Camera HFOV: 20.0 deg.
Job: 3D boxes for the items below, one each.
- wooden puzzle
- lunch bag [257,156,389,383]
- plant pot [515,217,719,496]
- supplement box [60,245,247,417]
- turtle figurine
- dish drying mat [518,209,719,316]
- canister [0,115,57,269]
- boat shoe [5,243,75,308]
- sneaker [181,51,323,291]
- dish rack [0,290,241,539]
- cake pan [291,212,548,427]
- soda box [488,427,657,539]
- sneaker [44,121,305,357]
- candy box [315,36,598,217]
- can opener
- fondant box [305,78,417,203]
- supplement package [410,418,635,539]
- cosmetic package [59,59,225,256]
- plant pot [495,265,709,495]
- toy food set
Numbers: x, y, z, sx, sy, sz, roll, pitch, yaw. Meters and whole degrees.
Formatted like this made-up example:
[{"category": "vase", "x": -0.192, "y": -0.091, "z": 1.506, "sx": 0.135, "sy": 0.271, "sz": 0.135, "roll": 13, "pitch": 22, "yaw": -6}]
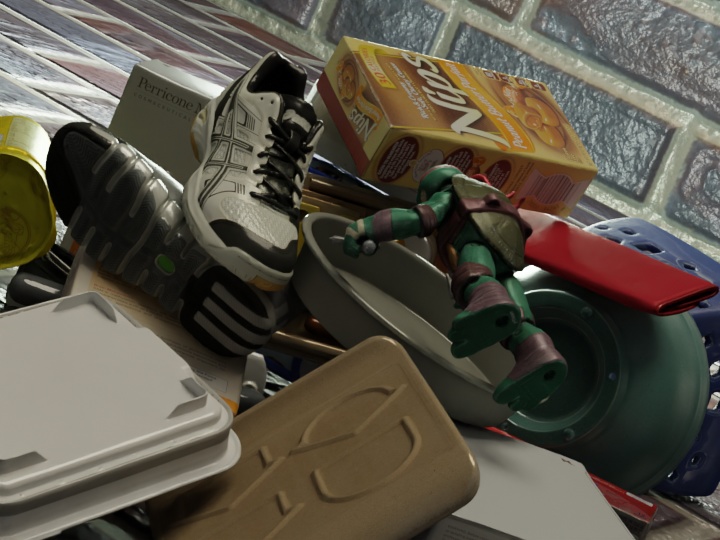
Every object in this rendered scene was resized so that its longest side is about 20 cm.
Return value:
[{"category": "wooden puzzle", "x": -0.029, "y": 0.131, "z": 1.167, "sx": 0.046, "sy": 0.185, "sz": 0.200, "roll": 59, "pitch": -1, "yaw": -24}, {"category": "lunch bag", "x": -0.010, "y": 0.017, "z": 1.640, "sx": 0.200, "sy": 0.170, "sz": 0.124, "roll": 32, "pitch": 9, "yaw": 26}, {"category": "plant pot", "x": 0.227, "y": 0.075, "z": 1.820, "sx": 0.180, "sy": 0.200, "sz": 0.200, "roll": 3, "pitch": 23, "yaw": -43}, {"category": "supplement box", "x": -0.143, "y": 0.044, "z": 1.369, "sx": 0.126, "sy": 0.074, "sz": 0.200, "roll": 22, "pitch": 30, "yaw": -9}, {"category": "turtle figurine", "x": 0.060, "y": -0.007, "z": 1.287, "sx": 0.150, "sy": 0.101, "sz": 0.200, "roll": 26, "pitch": 23, "yaw": -35}, {"category": "dish drying mat", "x": 0.170, "y": -0.007, "z": 1.547, "sx": 0.077, "sy": 0.018, "sz": 0.200, "roll": -16, "pitch": 30, "yaw": -42}, {"category": "canister", "x": -0.300, "y": -0.058, "z": 1.520, "sx": 0.148, "sy": 0.087, "sz": 0.200, "roll": -9, "pitch": 14, "yaw": -4}, {"category": "boat shoe", "x": -0.167, "y": 0.038, "z": 1.517, "sx": 0.200, "sy": 0.057, "sz": 0.069, "roll": 24, "pitch": 11, "yaw": 1}, {"category": "sneaker", "x": -0.065, "y": -0.072, "z": 1.328, "sx": 0.076, "sy": 0.088, "sz": 0.200, "roll": 29, "pitch": 29, "yaw": -29}, {"category": "dish rack", "x": -0.182, "y": 0.074, "z": 1.175, "sx": 0.200, "sy": 0.044, "sz": 0.172, "roll": -16, "pitch": 42, "yaw": -41}, {"category": "cake pan", "x": 0.035, "y": 0.036, "z": 1.348, "sx": 0.200, "sy": 0.037, "sz": 0.200, "roll": 33, "pitch": 14, "yaw": -10}, {"category": "soda box", "x": 0.110, "y": 0.162, "z": 1.479, "sx": 0.200, "sy": 0.070, "sz": 0.063, "roll": 26, "pitch": 11, "yaw": 11}, {"category": "sneaker", "x": -0.116, "y": -0.027, "z": 1.367, "sx": 0.200, "sy": 0.075, "sz": 0.115, "roll": 46, "pitch": 27, "yaw": 11}, {"category": "candy box", "x": 0.075, "y": -0.111, "z": 1.587, "sx": 0.200, "sy": 0.055, "sz": 0.116, "roll": 10, "pitch": 37, "yaw": -33}, {"category": "can opener", "x": -0.158, "y": 0.058, "z": 1.447, "sx": 0.200, "sy": 0.053, "sz": 0.067, "roll": 21, "pitch": 7, "yaw": -13}, {"category": "fondant box", "x": 0.015, "y": -0.102, "z": 1.709, "sx": 0.144, "sy": 0.058, "sz": 0.200, "roll": 29, "pitch": 5, "yaw": -5}, {"category": "supplement package", "x": 0.074, "y": 0.177, "z": 1.241, "sx": 0.156, "sy": 0.111, "sz": 0.200, "roll": 21, "pitch": 11, "yaw": -15}, {"category": "cosmetic package", "x": -0.159, "y": -0.052, "z": 1.575, "sx": 0.101, "sy": 0.200, "sz": 0.071, "roll": 24, "pitch": 11, "yaw": 4}, {"category": "plant pot", "x": 0.158, "y": 0.080, "z": 1.567, "sx": 0.200, "sy": 0.200, "sz": 0.134, "roll": 28, "pitch": 2, "yaw": 21}, {"category": "toy food set", "x": 0.000, "y": 0.000, "z": 1.524, "sx": 0.200, "sy": 0.144, "sz": 0.060, "roll": 17, "pitch": -16, "yaw": 3}]
